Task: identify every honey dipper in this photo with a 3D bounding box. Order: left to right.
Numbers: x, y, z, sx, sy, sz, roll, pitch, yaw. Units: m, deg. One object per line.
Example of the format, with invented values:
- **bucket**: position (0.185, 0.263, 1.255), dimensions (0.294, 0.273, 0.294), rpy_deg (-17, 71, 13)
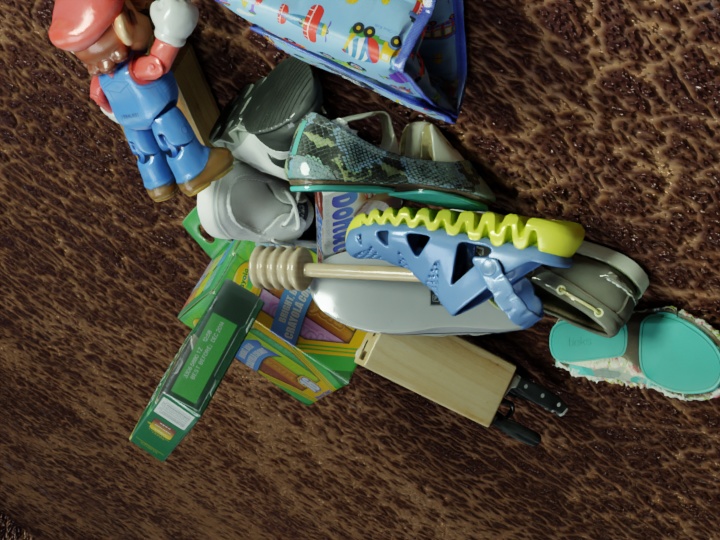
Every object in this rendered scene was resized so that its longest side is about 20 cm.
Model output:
- **honey dipper**: position (0.000, 0.000, 1.608), dimensions (0.198, 0.038, 0.038), rpy_deg (2, 149, 28)

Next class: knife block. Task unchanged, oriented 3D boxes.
- **knife block**: position (0.099, 0.100, 1.774), dimensions (0.174, 0.064, 0.200), rpy_deg (25, 177, 15)

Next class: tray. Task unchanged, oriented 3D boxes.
- **tray**: position (-0.170, -0.143, 1.679), dimensions (0.098, 0.037, 0.200), rpy_deg (21, 159, 20)

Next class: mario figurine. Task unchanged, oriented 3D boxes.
- **mario figurine**: position (-0.166, -0.163, 1.535), dimensions (0.122, 0.106, 0.201), rpy_deg (-22, 112, 11)

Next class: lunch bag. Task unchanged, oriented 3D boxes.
- **lunch bag**: position (-0.003, -0.171, 1.347), dimensions (0.149, 0.095, 0.200), rpy_deg (23, 171, 15)

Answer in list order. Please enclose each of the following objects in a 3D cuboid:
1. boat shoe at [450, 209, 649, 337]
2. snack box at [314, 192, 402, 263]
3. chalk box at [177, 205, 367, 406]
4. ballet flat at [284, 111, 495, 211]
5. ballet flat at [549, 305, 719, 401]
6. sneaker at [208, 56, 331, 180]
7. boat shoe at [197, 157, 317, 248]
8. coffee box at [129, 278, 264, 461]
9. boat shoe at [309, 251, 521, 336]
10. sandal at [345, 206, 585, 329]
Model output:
- **boat shoe**: position (0.133, 0.002, 1.573), dimensions (0.200, 0.061, 0.072), rpy_deg (17, 156, 31)
- **snack box**: position (-0.002, -0.042, 1.644), dimensions (0.200, 0.071, 0.025), rpy_deg (91, 159, -67)
- **chalk box**: position (-0.083, 0.014, 1.800), dimensions (0.199, 0.125, 0.125), rpy_deg (33, 159, -9)
- **ballet flat**: position (0.030, -0.086, 1.481), dimensions (0.199, 0.075, 0.074), rpy_deg (5, 180, -43)
- **ballet flat**: position (0.242, 0.064, 1.589), dimensions (0.063, 0.077, 0.199), rpy_deg (6, -176, -41)
- **sneaker**: position (-0.051, -0.113, 1.544), dimensions (0.088, 0.074, 0.200), rpy_deg (35, 169, -14)
- **boat shoe**: position (-0.071, -0.050, 1.654), dimensions (0.068, 0.073, 0.200), rpy_deg (5, 170, 25)
- **coffee box**: position (-0.149, 0.092, 1.728), dimensions (0.044, 0.124, 0.200), rpy_deg (30, 159, -4)
- **boat shoe**: position (0.056, 0.023, 1.669), dimensions (0.198, 0.073, 0.066), rpy_deg (0, 169, 2)
- **sandal**: position (0.076, -0.005, 1.522), dimensions (0.198, 0.088, 0.079), rpy_deg (7, -177, 28)
